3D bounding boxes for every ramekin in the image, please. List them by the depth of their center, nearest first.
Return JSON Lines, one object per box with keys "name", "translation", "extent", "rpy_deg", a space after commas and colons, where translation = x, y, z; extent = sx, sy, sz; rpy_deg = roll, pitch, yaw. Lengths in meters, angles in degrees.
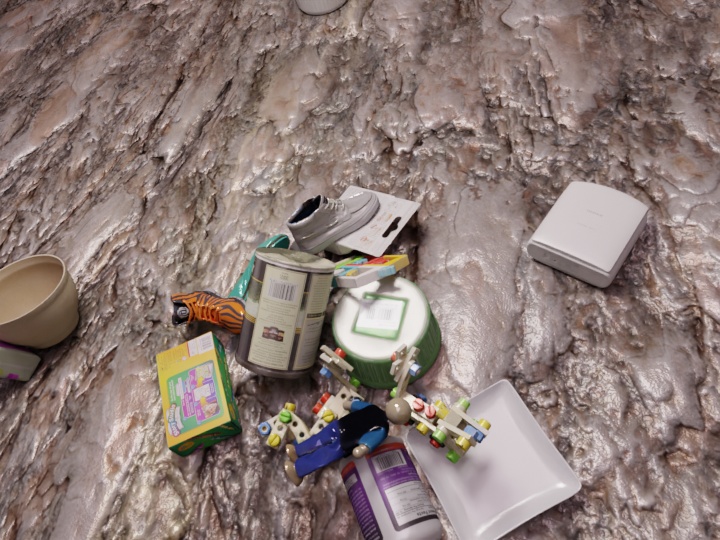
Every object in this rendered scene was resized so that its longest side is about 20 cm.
{"name": "ramekin", "translation": [0.043, 0.105, 0.949], "extent": [0.200, 0.098, 0.200], "rpy_deg": [-7, 55, 10]}
{"name": "ramekin", "translation": [-0.130, -0.928, 1.705], "extent": [0.202, 0.094, 0.203], "rpy_deg": [-7, 55, 10]}

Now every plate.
{"name": "plate", "translation": [0.202, 0.301, 0.817], "extent": [0.199, 0.032, 0.200], "rpy_deg": [-27, 54, -6]}

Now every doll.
{"name": "doll", "translation": [-0.016, 0.242, 0.777], "extent": [0.200, 0.049, 0.136], "rpy_deg": [-28, 20, 6]}

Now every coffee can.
{"name": "coffee can", "translation": [-0.134, 0.072, 0.930], "extent": [0.146, 0.146, 0.200], "rpy_deg": [17, 100, 23]}

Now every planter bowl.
{"name": "planter bowl", "translation": [-0.698, 0.082, 1.114], "extent": [0.200, 0.135, 0.200], "rpy_deg": [-6, 45, 6]}

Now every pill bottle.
{"name": "pill bottle", "translation": [0.052, 0.359, 0.764], "extent": [0.111, 0.111, 0.200], "rpy_deg": [-24, 54, -4]}

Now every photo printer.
{"name": "photo printer", "translation": [0.442, -0.081, 0.998], "extent": [0.166, 0.069, 0.200], "rpy_deg": [29, 67, 29]}

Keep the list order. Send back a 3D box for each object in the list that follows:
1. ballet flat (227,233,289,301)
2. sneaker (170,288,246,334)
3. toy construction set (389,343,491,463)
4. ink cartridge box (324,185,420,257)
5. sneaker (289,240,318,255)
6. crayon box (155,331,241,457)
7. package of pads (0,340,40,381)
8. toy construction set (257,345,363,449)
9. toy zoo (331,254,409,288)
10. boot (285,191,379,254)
{"name": "ballet flat", "translation": [-0.222, 0.002, 1.082], "extent": [0.070, 0.067, 0.200], "rpy_deg": [24, 83, 30]}
{"name": "sneaker", "translation": [-0.303, 0.088, 1.016], "extent": [0.200, 0.078, 0.112], "rpy_deg": [10, 13, 43]}
{"name": "toy construction set", "translation": [0.107, 0.212, 0.802], "extent": [0.092, 0.131, 0.200], "rpy_deg": [-36, 54, -12]}
{"name": "ink cartridge box", "translation": [0.012, -0.097, 1.109], "extent": [0.200, 0.050, 0.161], "rpy_deg": [21, 63, 35]}
{"name": "sneaker", "translation": [-0.131, 0.003, 1.071], "extent": [0.077, 0.082, 0.200], "rpy_deg": [-6, 55, 9]}
{"name": "crayon box", "translation": [-0.306, 0.228, 0.974], "extent": [0.119, 0.058, 0.200], "rpy_deg": [-23, 54, -2]}
{"name": "package of pads", "translation": [-0.790, 0.155, 1.054], "extent": [0.154, 0.200, 0.068], "rpy_deg": [20, 78, 25]}
{"name": "toy construction set", "translation": [-0.070, 0.230, 0.879], "extent": [0.131, 0.092, 0.200], "rpy_deg": [35, 88, 11]}
{"name": "toy zoo", "translation": [0.000, 0.000, 0.988], "extent": [0.131, 0.020, 0.200], "rpy_deg": [-24, 15, -35]}
{"name": "boot", "translation": [-0.055, -0.121, 1.062], "extent": [0.200, 0.096, 0.074], "rpy_deg": [-38, 46, -10]}
